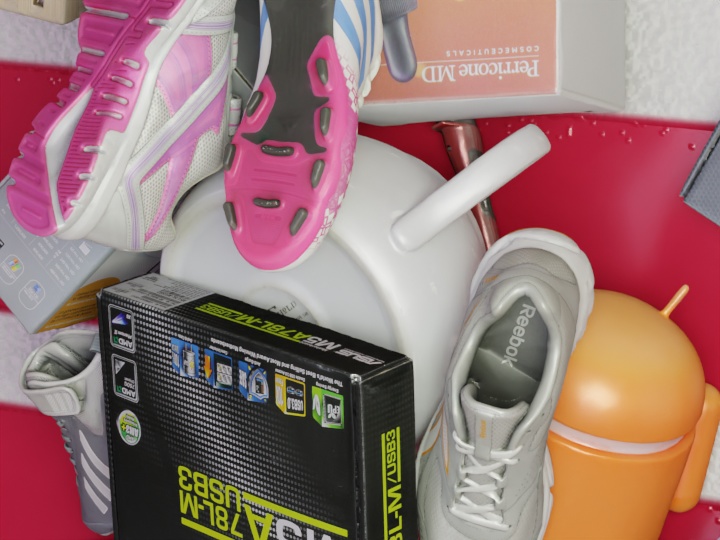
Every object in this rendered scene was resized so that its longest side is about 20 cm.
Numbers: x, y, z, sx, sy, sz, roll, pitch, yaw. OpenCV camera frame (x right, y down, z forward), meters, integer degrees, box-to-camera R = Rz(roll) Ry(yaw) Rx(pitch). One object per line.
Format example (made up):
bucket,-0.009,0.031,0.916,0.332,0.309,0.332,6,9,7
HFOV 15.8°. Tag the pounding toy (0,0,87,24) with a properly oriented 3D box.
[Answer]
pounding toy,-0.135,-0.257,1.461,0.142,0.200,0.185,16,117,22

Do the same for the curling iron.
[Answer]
curling iron,0.047,-0.074,1.468,0.049,0.026,0.201,-10,92,28

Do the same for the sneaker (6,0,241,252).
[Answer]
sneaker,-0.102,-0.097,1.341,0.081,0.088,0.201,27,88,47

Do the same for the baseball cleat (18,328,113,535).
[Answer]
baseball cleat,-0.152,0.086,1.510,0.106,0.070,0.200,25,143,-6

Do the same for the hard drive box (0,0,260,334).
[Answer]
hard drive box,-0.110,-0.064,1.471,0.200,0.156,0.077,-45,78,23

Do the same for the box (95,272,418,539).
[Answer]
box,-0.054,0.115,1.352,0.200,0.047,0.194,18,115,41

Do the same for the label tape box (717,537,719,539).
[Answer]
label tape box,0.216,0.251,1.344,0.143,0.066,0.200,-44,70,17

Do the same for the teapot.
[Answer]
teapot,0.000,0.000,1.408,0.199,0.146,0.198,18,125,30

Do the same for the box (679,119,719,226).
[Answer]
box,0.289,-0.053,1.346,0.200,0.051,0.158,35,110,17

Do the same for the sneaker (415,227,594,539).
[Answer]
sneaker,0.062,0.082,1.289,0.075,0.092,0.201,12,107,10

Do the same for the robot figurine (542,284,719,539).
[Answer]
robot figurine,0.119,0.095,1.397,0.143,0.117,0.201,18,119,5

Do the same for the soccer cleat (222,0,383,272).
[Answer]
soccer cleat,-0.019,-0.092,1.312,0.070,0.086,0.201,0,78,28

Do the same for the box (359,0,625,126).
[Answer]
box,0.056,-0.184,1.394,0.152,0.106,0.201,-2,87,24
